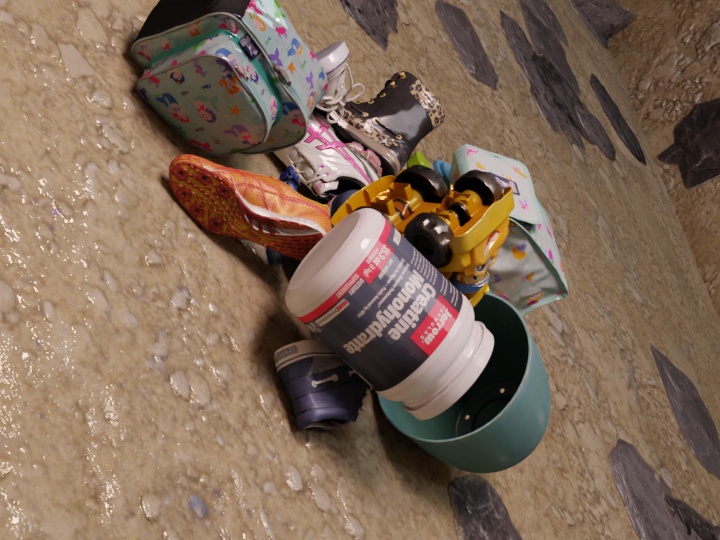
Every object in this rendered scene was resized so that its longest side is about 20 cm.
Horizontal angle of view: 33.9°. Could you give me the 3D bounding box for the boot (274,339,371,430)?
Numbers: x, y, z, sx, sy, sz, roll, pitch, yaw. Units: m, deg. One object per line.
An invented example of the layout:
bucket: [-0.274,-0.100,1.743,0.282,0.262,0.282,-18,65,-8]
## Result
boot: [-0.016,0.131,1.316,0.199,0.072,0.091,4,63,-51]

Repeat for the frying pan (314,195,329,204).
frying pan: [-0.043,-0.099,1.554,0.190,0.031,0.115,49,29,4]

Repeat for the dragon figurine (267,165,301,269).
dragon figurine: [-0.073,-0.031,1.388,0.099,0.059,0.202,37,32,-39]

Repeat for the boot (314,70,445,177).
boot: [0.009,-0.223,1.625,0.199,0.073,0.151,38,56,13]

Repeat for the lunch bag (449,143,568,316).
lunch bag: [0.193,-0.063,1.619,0.201,0.121,0.171,54,19,-32]

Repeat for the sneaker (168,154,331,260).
sneaker: [-0.123,-0.075,1.303,0.198,0.073,0.078,27,35,-24]

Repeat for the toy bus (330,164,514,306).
toy bus: [0.086,-0.007,1.366,0.135,0.198,0.194,-38,123,-40]

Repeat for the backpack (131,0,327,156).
backpack: [-0.140,-0.217,1.335,0.200,0.176,0.152,44,50,-38]

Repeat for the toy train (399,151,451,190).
toy train: [0.048,-0.127,1.656,0.199,0.115,0.085,22,42,-53]

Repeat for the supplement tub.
supplement tub: [0.031,0.047,1.253,0.200,0.140,0.141,43,28,-13]

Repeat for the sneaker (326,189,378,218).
sneaker: [0.000,0.000,1.471,0.069,0.082,0.203,-9,97,-35]

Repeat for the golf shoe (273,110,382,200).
golf shoe: [-0.054,-0.142,1.501,0.199,0.073,0.093,28,40,-22]

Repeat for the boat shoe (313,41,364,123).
boat shoe: [-0.040,-0.228,1.472,0.087,0.074,0.202,61,-6,-10]

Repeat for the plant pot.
plant pot: [0.142,0.152,1.442,0.161,0.199,0.202,50,24,-46]
